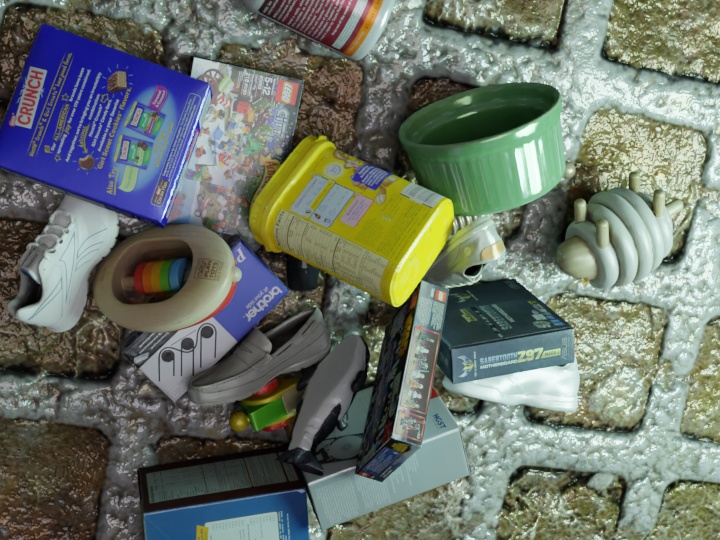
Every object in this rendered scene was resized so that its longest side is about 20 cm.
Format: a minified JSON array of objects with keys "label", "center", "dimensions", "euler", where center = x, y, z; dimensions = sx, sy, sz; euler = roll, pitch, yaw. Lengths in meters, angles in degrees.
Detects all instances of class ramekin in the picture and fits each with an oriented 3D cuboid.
[{"label":"ramekin","center":[0.152,-0.145,1.315],"dimensions":[0.199,0.200,0.098],"euler":[-20,114,-8]}]

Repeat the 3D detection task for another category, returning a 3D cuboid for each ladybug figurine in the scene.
[{"label":"ladybug figurine","center":[-0.222,0.015,1.286],"dimensions":[0.072,0.198,0.137],"euler":[46,51,-53]}]

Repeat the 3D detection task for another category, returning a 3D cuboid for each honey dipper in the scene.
[{"label":"honey dipper","center":[0.192,-0.095,1.418],"dimensions":[0.199,0.038,0.038],"euler":[-22,107,-10]}]

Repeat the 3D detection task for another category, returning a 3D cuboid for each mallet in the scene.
[{"label":"mallet","center":[0.000,0.000,1.395],"dimensions":[0.198,0.041,0.066],"euler":[6,102,-19]}]

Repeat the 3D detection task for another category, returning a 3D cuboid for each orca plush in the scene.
[{"label":"orca plush","center":[-0.027,0.174,1.330],"dimensions":[0.105,0.201,0.071],"euler":[-19,124,26]}]

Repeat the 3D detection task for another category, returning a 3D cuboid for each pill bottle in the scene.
[{"label":"pill bottle","center":[-0.066,-0.333,1.257],"dimensions":[0.199,0.113,0.114],"euler":[23,97,-18]}]

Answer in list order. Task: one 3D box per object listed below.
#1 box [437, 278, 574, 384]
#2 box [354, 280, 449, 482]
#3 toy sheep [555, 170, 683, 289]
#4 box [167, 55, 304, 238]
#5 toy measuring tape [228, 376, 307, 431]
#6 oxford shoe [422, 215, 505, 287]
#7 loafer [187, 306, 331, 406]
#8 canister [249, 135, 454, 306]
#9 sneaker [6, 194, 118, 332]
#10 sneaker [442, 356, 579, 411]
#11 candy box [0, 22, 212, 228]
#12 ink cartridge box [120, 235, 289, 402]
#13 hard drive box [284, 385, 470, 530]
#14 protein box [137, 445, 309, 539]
[{"label":"box","center":[0.156,0.071,1.361],"dimensions":[0.156,0.200,0.051],"euler":[-9,108,-11]},{"label":"box","center":[0.048,0.130,1.271],"dimensions":[0.040,0.137,0.201],"euler":[19,59,-10]},{"label":"toy sheep","center":[0.340,-0.048,1.417],"dimensions":[0.199,0.138,0.139],"euler":[-23,108,-13]},{"label":"box","center":[-0.155,-0.146,1.319],"dimensions":[0.135,0.038,0.202],"euler":[9,101,-15]},{"label":"toy measuring tape","center":[-0.089,0.152,1.406],"dimensions":[0.199,0.073,0.074],"euler":[-27,110,-30]},{"label":"oxford shoe","center":[0.119,-0.004,1.342],"dimensions":[0.075,0.200,0.058],"euler":[-30,83,-26]},{"label":"loafer","center":[-0.128,0.105,1.354],"dimensions":[0.199,0.070,0.070],"euler":[-26,117,-28]},{"label":"canister","center":[-0.008,-0.058,1.278],"dimensions":[0.149,0.199,0.087],"euler":[-54,154,-22]},{"label":"sneaker","center":[-0.345,-0.022,1.267],"dimensions":[0.087,0.074,0.202],"euler":[9,102,-60]},{"label":"sneaker","center":[0.203,0.136,1.466],"dimensions":[0.198,0.075,0.089],"euler":[8,89,-21]},{"label":"candy box","center":[-0.287,-0.160,1.223],"dimensions":[0.199,0.077,0.170],"euler":[20,83,-6]},{"label":"ink cartridge box","center":[-0.193,0.059,1.355],"dimensions":[0.200,0.044,0.094],"euler":[-44,111,-1]},{"label":"hard drive box","center":[0.016,0.223,1.383],"dimensions":[0.198,0.156,0.077],"euler":[-19,117,-9]},{"label":"protein box","center":[-0.171,0.353,1.383],"dimensions":[0.198,0.135,0.200],"euler":[-6,105,-12]}]
